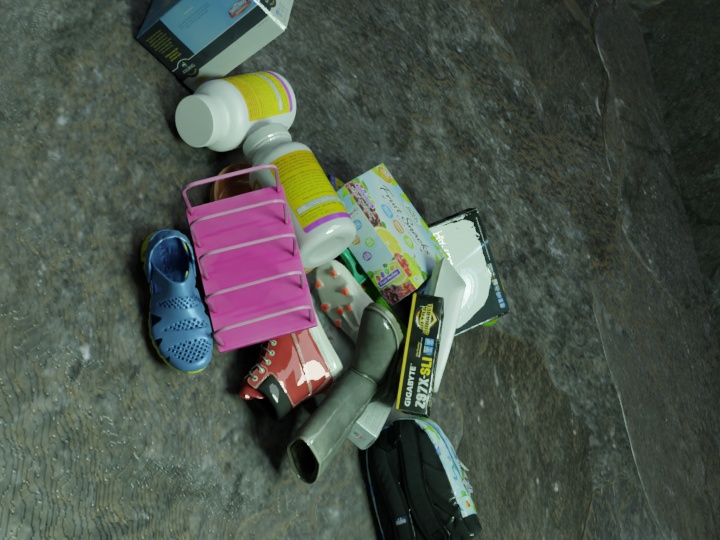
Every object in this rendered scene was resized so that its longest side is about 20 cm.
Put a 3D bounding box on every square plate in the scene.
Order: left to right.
[{"bbox_3d":[0.125,0.094,1.567,0.200,0.028,0.201,40,64,-69],"label":"square plate"}]

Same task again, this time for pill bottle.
[{"bbox_3d":[-0.189,-0.239,1.414,0.199,0.103,0.106,-30,94,-57],"label":"pill bottle"},{"bbox_3d":[-0.095,-0.112,1.360,0.104,0.104,0.202,-5,59,-54],"label":"pill bottle"}]

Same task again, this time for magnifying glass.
[{"bbox_3d":[0.000,0.000,1.513,0.199,0.022,0.081,7,63,-54],"label":"magnifying glass"}]

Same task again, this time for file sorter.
[{"bbox_3d":[-0.146,-0.017,1.216,0.126,0.137,0.203,98,-23,-77],"label":"file sorter"}]

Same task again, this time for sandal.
[{"bbox_3d":[-0.235,0.031,1.186,0.078,0.087,0.203,-13,74,-22],"label":"sandal"}]

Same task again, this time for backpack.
[{"bbox_3d":[0.087,0.322,1.419,0.202,0.162,0.153,63,25,8],"label":"backpack"}]

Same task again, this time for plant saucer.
[{"bbox_3d":[-0.140,-0.074,1.408,0.198,0.032,0.202,27,39,-24],"label":"plant saucer"}]

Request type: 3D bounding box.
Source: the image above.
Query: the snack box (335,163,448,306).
[{"bbox_3d":[0.043,-0.063,1.548,0.201,0.067,0.168,56,30,-1],"label":"snack box"}]

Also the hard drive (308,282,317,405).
[{"bbox_3d":[-0.095,0.083,1.408,0.201,0.033,0.140,52,36,-19],"label":"hard drive"}]

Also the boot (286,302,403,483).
[{"bbox_3d":[-0.024,0.163,1.257,0.199,0.072,0.184,-37,138,-37],"label":"boot"}]

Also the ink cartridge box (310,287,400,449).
[{"bbox_3d":[-0.032,0.145,1.404,0.199,0.057,0.163,38,39,-4],"label":"ink cartridge box"}]

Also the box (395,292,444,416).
[{"bbox_3d":[0.089,0.128,1.357,0.200,0.048,0.163,61,40,-79],"label":"box"}]

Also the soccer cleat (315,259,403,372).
[{"bbox_3d":[0.001,0.069,1.416,0.202,0.069,0.077,57,33,1],"label":"soccer cleat"}]

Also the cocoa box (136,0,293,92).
[{"bbox_3d":[-0.211,-0.387,1.388,0.131,0.198,0.135,40,40,-31],"label":"cocoa box"}]

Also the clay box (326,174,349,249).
[{"bbox_3d":[0.000,-0.069,1.617,0.199,0.047,0.117,28,48,-41],"label":"clay box"}]

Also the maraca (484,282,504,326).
[{"bbox_3d":[0.228,0.039,1.811,0.139,0.106,0.199,61,29,4],"label":"maraca"}]

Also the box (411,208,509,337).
[{"bbox_3d":[0.165,0.009,1.686,0.158,0.043,0.203,-21,99,-12],"label":"box"}]

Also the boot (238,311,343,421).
[{"bbox_3d":[-0.127,0.096,1.281,0.143,0.072,0.202,-29,87,-32],"label":"boot"}]

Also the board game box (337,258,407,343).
[{"bbox_3d":[0.009,0.086,1.534,0.201,0.047,0.102,52,35,-20],"label":"board game box"}]
